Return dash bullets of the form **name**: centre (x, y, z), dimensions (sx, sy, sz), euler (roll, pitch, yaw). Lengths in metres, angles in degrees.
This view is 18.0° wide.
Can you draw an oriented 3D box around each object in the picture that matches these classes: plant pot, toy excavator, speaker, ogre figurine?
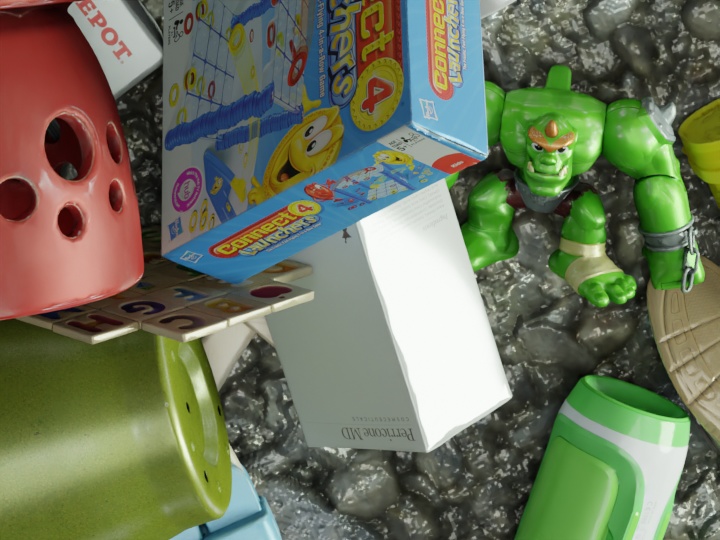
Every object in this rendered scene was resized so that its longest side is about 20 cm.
- **plant pot**: centre (-0.216, -0.072, 1.165), dimensions (0.199, 0.200, 0.184), euler (-4, 99, -7)
- **plant pot**: centre (-0.180, 0.097, 1.279), dimensions (0.192, 0.200, 0.201), euler (-15, 106, 7)
- **toy excavator**: centre (-0.098, 0.129, 1.376), dimensions (0.194, 0.100, 0.201), euler (-25, 97, -2)
- **speaker**: centre (0.138, 0.171, 1.416), dimensions (0.088, 0.088, 0.201), euler (17, 101, -11)
- **ogre figurine**: centre (0.107, -0.054, 1.355), dimensions (0.199, 0.098, 0.120), euler (16, 117, 22)

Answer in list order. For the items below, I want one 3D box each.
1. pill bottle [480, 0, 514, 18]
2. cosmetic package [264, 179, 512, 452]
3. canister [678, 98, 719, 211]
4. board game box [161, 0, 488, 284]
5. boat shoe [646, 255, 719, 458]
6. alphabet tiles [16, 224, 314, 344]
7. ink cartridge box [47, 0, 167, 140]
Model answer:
- **pill bottle**: centre (0.031, -0.242, 1.289), dimensions (0.104, 0.104, 0.201), euler (-31, 106, 1)
- **cosmetic package**: centre (0.000, 0.000, 1.320), dimensions (0.081, 0.113, 0.201), euler (-26, 104, -39)
- **canister**: centre (0.301, -0.026, 1.390), dimensions (0.148, 0.087, 0.201), euler (-27, 107, 0)
- **board game box**: centre (-0.024, -0.120, 1.211), dimensions (0.056, 0.195, 0.201), euler (20, 57, -39)
- **boat shoe**: centre (0.237, 0.083, 1.418), dimensions (0.072, 0.065, 0.200), euler (-34, 88, -7)
- **alphabet tiles**: centre (-0.130, 0.005, 1.270), dimensions (0.166, 0.199, 0.006), euler (-17, 114, -44)
- **ink cartridge box**: centre (-0.229, -0.124, 1.294), dimensions (0.200, 0.083, 0.147), euler (-37, 106, 2)
